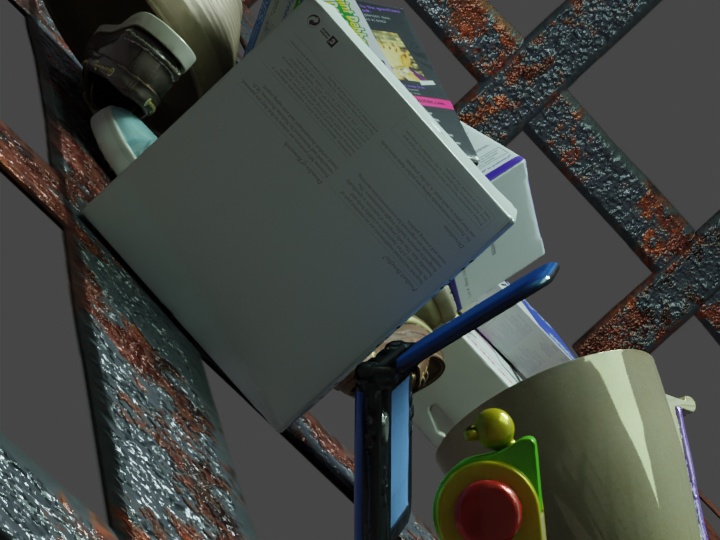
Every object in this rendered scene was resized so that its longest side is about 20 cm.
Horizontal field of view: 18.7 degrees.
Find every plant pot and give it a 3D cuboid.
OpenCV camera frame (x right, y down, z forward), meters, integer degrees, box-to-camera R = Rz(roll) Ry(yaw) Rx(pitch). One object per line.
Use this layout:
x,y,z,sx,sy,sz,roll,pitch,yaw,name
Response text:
0.179,0.193,1.657,0.187,0.187,0.201,35,29,-62,plant pot
-0.158,-0.206,1.713,0.201,0.093,0.201,39,-26,23,plant pot

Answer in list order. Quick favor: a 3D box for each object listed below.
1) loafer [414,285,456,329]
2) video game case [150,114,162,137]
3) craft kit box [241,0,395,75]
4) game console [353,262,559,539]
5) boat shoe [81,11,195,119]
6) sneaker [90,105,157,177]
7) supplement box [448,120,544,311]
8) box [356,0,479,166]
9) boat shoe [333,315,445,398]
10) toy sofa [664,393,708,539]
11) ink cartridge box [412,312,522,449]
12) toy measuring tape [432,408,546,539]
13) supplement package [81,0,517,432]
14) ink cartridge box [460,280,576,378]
0.000,0.000,1.810,0.200,0.068,0.076,31,-33,53,loafer
-0.091,-0.036,1.811,0.200,0.022,0.183,40,10,-48,video game case
-0.043,-0.104,1.623,0.048,0.201,0.198,6,37,-24,craft kit box
0.063,0.083,1.355,0.200,0.118,0.172,-18,108,-82,game console
-0.178,-0.142,1.634,0.072,0.060,0.200,42,-14,-13,boat shoe
-0.105,-0.054,1.563,0.200,0.082,0.074,48,6,4,sneaker
0.051,-0.067,1.843,0.200,0.103,0.102,35,-31,46,supplement box
-0.004,-0.109,1.713,0.106,0.123,0.201,7,38,-27,box
0.015,0.075,1.670,0.068,0.072,0.200,56,15,21,boat shoe
0.249,0.204,1.768,0.097,0.083,0.201,19,51,-40,toy sofa
0.074,0.086,1.892,0.148,0.086,0.200,46,5,-17,ink cartridge box
0.082,0.186,1.351,0.074,0.073,0.201,-3,88,-82,toy measuring tape
-0.034,-0.038,1.418,0.191,0.200,0.147,48,6,1,supplement package
0.119,0.032,1.941,0.200,0.044,0.094,44,7,-37,ink cartridge box
